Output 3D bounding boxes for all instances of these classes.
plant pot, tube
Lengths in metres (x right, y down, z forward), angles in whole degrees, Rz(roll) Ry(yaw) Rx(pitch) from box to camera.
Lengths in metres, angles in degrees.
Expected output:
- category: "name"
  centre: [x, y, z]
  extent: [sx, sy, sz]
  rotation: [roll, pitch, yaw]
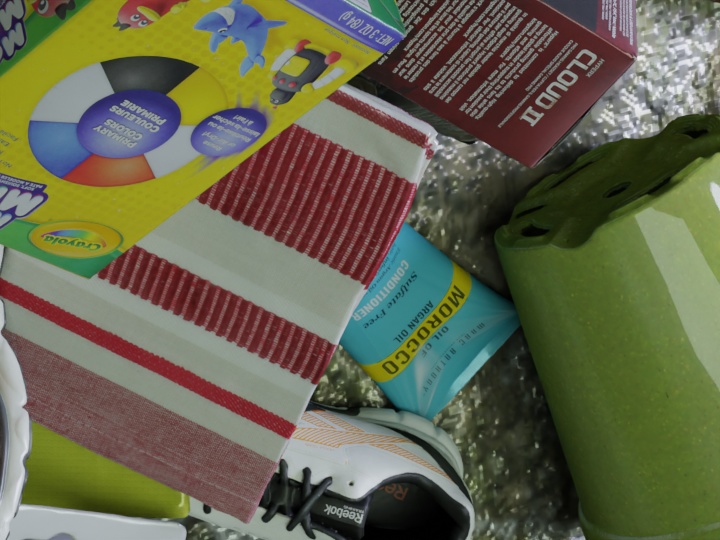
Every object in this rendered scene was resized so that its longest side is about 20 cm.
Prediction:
- category: "plant pot"
  centre: [0.155, 0.037, 1.072]
  extent: [0.200, 0.200, 0.190]
  rotation: [-32, 104, -10]
- category: "tube"
  centre: [0.000, 0.000, 1.051]
  extent: [0.077, 0.050, 0.200]
  rotation: [-44, 133, 4]

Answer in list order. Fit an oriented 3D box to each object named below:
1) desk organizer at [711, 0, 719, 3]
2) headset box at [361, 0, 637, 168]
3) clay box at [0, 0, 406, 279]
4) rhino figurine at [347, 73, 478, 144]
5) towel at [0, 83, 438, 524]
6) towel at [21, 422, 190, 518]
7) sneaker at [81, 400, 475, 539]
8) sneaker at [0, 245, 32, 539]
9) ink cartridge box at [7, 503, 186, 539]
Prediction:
- category: "desk organizer"
  centre: [0.279, -0.138, 1.106]
  extent: [0.199, 0.077, 0.072]
  rotation: [8, 105, -25]
- category: "headset box"
  centre: [0.028, -0.145, 0.936]
  extent: [0.200, 0.149, 0.077]
  rotation: [27, 131, -18]
- category: "clay box"
  centre: [-0.095, -0.066, 0.854]
  extent: [0.200, 0.048, 0.115]
  rotation: [-37, 142, 26]
- category: "rhino figurine"
  centre: [-0.018, -0.099, 0.989]
  extent: [0.200, 0.087, 0.060]
  rotation: [23, 96, -27]
- category: "towel"
  centre: [-0.070, -0.005, 0.951]
  extent: [0.144, 0.023, 0.200]
  rotation: [26, 115, -2]
- category: "towel"
  centre: [-0.115, 0.009, 0.998]
  extent: [0.086, 0.018, 0.201]
  rotation: [1, 101, 5]
- category: "sneaker"
  centre: [-0.036, 0.089, 1.049]
  extent: [0.199, 0.080, 0.074]
  rotation: [9, 107, -18]
- category: "sneaker"
  centre: [-0.189, 0.033, 0.928]
  extent: [0.085, 0.077, 0.201]
  rotation: [10, 63, -47]
- category: "ink cartridge box"
  centre: [-0.161, 0.179, 1.030]
  extent: [0.116, 0.067, 0.200]
  rotation: [10, 109, -25]
